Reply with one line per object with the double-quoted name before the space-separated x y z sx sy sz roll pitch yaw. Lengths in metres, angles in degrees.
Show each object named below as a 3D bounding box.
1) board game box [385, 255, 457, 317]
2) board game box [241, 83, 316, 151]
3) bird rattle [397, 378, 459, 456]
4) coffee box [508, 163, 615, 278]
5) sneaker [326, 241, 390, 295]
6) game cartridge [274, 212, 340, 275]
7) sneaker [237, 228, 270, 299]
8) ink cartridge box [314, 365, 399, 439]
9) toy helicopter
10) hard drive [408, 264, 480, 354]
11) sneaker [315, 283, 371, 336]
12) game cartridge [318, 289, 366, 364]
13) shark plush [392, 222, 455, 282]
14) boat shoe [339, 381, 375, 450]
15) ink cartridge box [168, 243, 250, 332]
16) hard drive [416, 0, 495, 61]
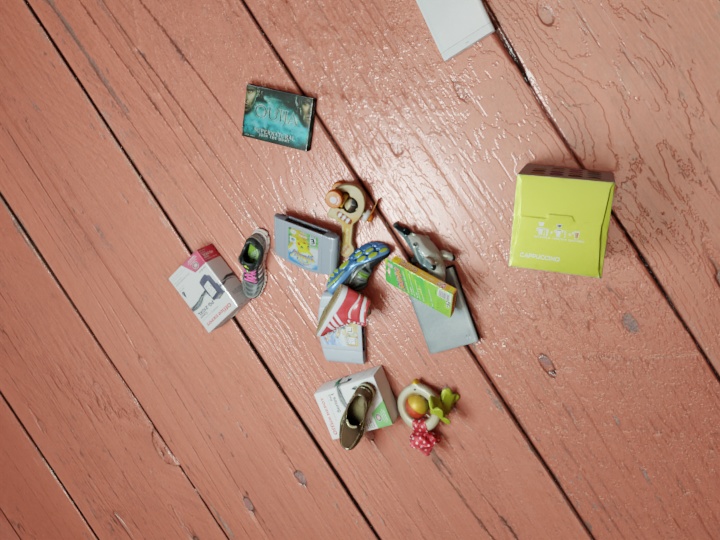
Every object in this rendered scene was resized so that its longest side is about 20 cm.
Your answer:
"board game box" 0.146 0.036 1.567 0.197 0.030 0.096 27 147 22
"board game box" -0.215 -0.401 1.658 0.196 0.028 0.138 16 110 17
"bird rattle" 0.172 0.382 1.701 0.163 0.112 0.202 42 128 19
"coffee box" 0.441 -0.114 1.388 0.195 0.197 0.205 8 107 19
"sneaker" 0.000 0.000 1.664 0.199 0.071 0.083 -40 126 12
"game cartridge" -0.146 -0.065 1.694 0.197 0.041 0.135 20 133 20
"sneaker" -0.304 -0.012 1.763 0.072 0.087 0.204 17 110 15
"ink cartridge box" -0.010 0.368 1.752 0.197 0.084 0.149 -21 96 24
"toy helicopter" -0.022 -0.128 1.645 0.129 0.079 0.204 8 117 9
"hard drive" 0.209 0.101 1.625 0.137 0.033 0.204 -18 97 24
"sneaker" -0.042 0.125 1.670 0.110 0.072 0.201 21 136 -12
"game cartridge" -0.051 0.156 1.740 0.130 0.042 0.205 1 104 16
"shark plush" 0.140 -0.041 1.579 0.199 0.091 0.084 41 136 13
"boat shoe" -0.021 0.394 1.675 0.073 0.075 0.206 20 110 14
"ink cartridge box" -0.434 0.053 1.831 0.144 0.084 0.201 -39 88 26
"hard drive" 0.206 -0.604 1.443 0.130 0.027 0.203 -25 94 25
